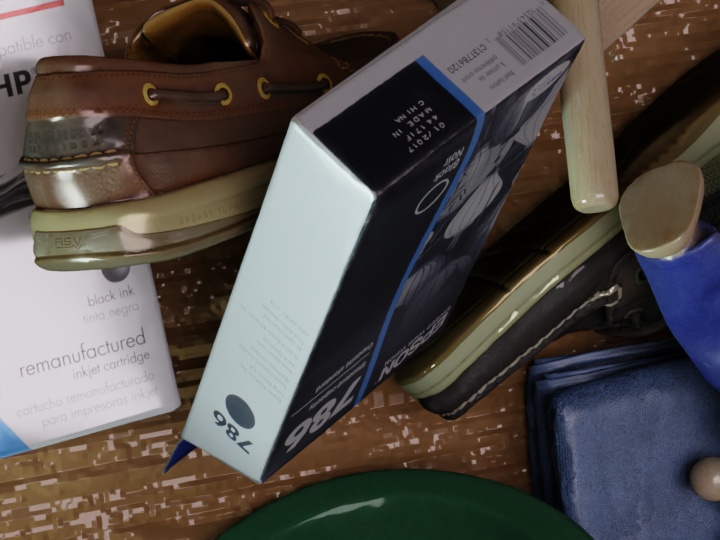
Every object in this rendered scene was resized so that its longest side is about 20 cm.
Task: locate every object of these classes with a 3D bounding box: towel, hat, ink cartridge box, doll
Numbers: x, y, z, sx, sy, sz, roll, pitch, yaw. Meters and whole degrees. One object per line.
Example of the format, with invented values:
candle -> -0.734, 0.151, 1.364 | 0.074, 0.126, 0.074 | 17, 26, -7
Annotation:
towel -> 0.157, 0.076, 0.955 | 0.198, 0.048, 0.113 | -8, 98, -20
hat -> 0.006, 0.198, 0.902 | 0.200, 0.165, 0.177 | -37, 139, -31
ink cartridge box -> -0.139, -0.041, 0.828 | 0.115, 0.068, 0.202 | -15, 99, -18
doll -> 0.170, 0.039, 0.882 | 0.136, 0.049, 0.200 | -23, 124, 19
ink cartridge box -> 0.000, 0.000, 0.808 | 0.039, 0.200, 0.099 | 42, 56, 13

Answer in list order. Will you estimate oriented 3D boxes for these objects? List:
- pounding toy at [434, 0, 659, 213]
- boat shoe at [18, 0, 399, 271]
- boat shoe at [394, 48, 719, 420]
pounding toy -> 0.068, -0.154, 0.852 | 0.200, 0.142, 0.184 | -42, 106, -12
boat shoe -> -0.038, -0.056, 0.814 | 0.200, 0.072, 0.068 | -28, 111, -57
boat shoe -> 0.100, -0.008, 0.913 | 0.200, 0.073, 0.065 | -40, 101, -12
